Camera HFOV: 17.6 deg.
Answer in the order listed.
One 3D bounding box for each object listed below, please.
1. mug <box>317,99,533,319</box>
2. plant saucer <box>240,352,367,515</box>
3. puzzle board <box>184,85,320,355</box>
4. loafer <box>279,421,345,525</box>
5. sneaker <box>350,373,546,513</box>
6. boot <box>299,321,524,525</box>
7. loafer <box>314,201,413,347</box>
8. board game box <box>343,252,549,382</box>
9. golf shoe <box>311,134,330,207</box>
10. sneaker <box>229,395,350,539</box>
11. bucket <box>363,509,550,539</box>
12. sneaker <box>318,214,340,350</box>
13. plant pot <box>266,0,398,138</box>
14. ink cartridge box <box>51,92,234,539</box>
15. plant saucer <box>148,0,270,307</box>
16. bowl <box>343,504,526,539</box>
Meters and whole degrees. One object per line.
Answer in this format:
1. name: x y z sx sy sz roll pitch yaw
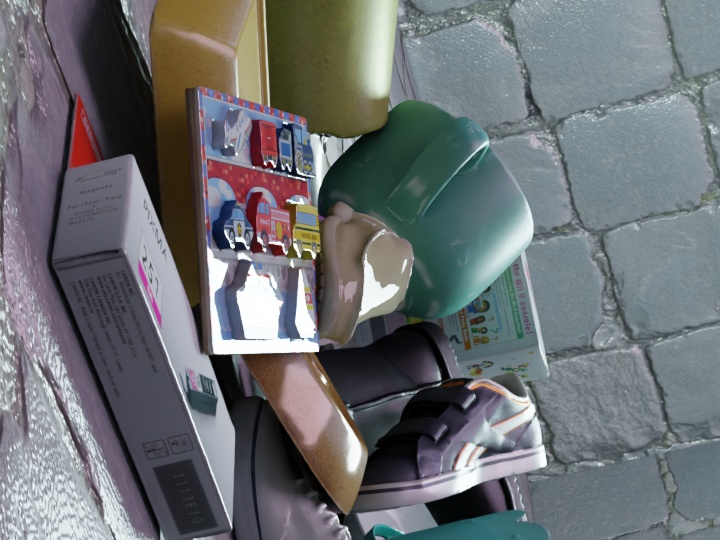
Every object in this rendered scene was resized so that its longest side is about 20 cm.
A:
1. mug: 0.036 -0.048 1.776 0.152 0.114 0.185 29 -26 39
2. plant saucer: -0.046 0.067 1.537 0.200 0.035 0.200 59 0 -1
3. puzzle board: -0.058 -0.026 1.386 0.200 0.017 0.151 5 80 -73
4. loafer: -0.030 0.188 1.581 0.072 0.063 0.200 58 20 -66
5. sneaker: 0.054 0.121 1.647 0.200 0.078 0.079 -11 91 -52
6. boot: 0.022 0.142 1.716 0.168 0.076 0.200 -17 83 -45
7. loafer: 0.000 0.000 1.570 0.200 0.068 0.076 -78 -178 -72
8. board game box: 0.042 0.034 1.897 0.064 0.200 0.148 67 13 -58
9. golf shoe: -0.037 -0.131 1.863 0.078 0.094 0.200 -94 172 -75
10. sneaker: -0.040 0.173 1.491 0.073 0.071 0.200 61 17 -67
11. bucket: 0.061 0.269 1.620 0.207 0.135 0.207 173 -90 -71
12. sneaker: -0.051 0.014 1.702 0.200 0.075 0.100 45 53 -59
13. plant pot: -0.048 -0.196 1.745 0.200 0.200 0.184 -78 166 -75
14. ink cartridge box: -0.115 0.021 1.286 0.174 0.044 0.200 -91 167 -55
15. plant saucer: -0.089 -0.099 1.467 0.200 0.048 0.200 -79 170 -63
16. bowl: 0.034 0.204 1.817 0.201 0.090 0.201 29 41 -29
